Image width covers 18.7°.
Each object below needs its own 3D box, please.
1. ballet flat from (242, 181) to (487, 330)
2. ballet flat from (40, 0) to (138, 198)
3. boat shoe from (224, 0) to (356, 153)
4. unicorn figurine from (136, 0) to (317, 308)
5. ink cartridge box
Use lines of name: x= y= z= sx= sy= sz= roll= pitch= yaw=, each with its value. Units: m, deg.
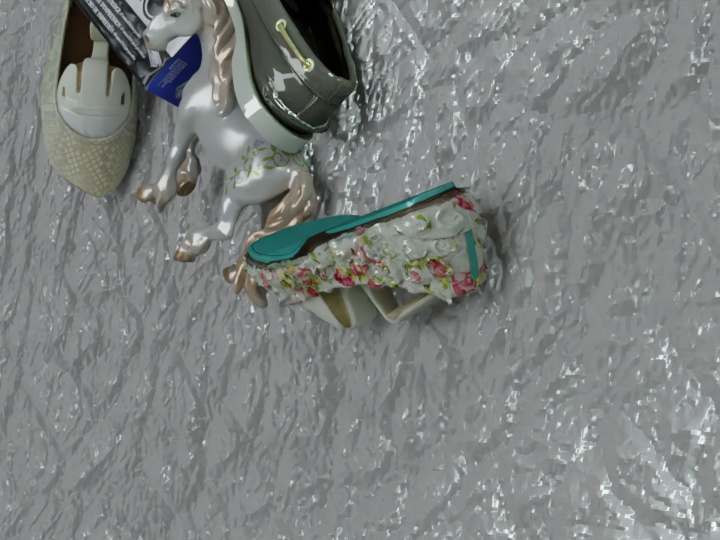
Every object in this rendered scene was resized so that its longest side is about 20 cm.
ballet flat: x=0.000 y=0.000 z=1.170 sx=0.200 sy=0.076 sz=0.064 roll=-12 pitch=102 yaw=60
ballet flat: x=-0.180 y=-0.151 z=1.473 sx=0.062 sy=0.067 sz=0.200 roll=134 pitch=138 yaw=-82
boat shoe: x=-0.044 y=-0.161 z=1.290 sx=0.060 sy=0.072 sz=0.202 roll=-36 pitch=47 yaw=28
unicorn figurine: x=-0.086 y=-0.082 z=1.314 sx=0.200 sy=0.074 sz=0.137 roll=43 pitch=121 yaw=21
ink cartridge box: x=-0.147 y=-0.205 z=1.407 sx=0.094 sy=0.044 sz=0.200 roll=-46 pitch=59 yaw=11
